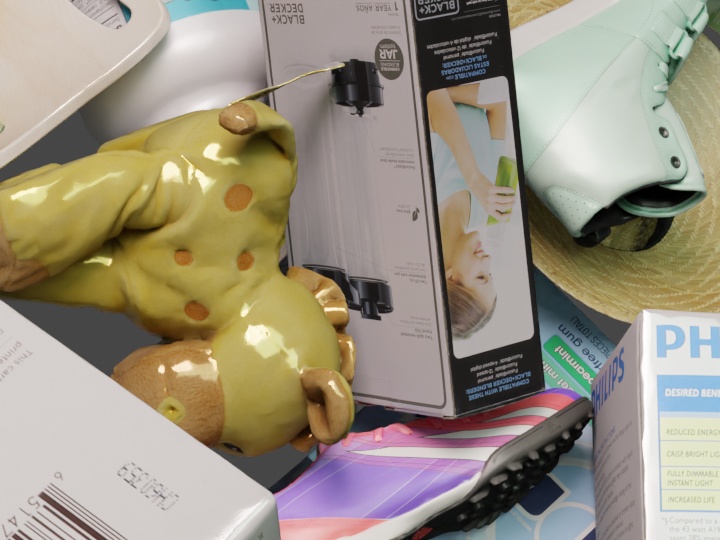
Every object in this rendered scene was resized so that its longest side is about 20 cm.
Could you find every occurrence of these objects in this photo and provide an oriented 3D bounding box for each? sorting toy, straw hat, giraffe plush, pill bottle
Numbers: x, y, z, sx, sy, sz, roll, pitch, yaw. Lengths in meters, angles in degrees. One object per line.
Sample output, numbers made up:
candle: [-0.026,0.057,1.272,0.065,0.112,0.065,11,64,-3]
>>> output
sorting toy: [-0.193,-0.123,1.415,0.180,0.107,0.200,-28,73,-1]
straw hat: [0.118,-0.046,1.522,0.201,0.085,0.201,13,60,-24]
giraffe plush: [-0.074,0.015,1.343,0.200,0.173,0.162,-19,95,9]
pill bottle: [-0.103,-0.133,1.485,0.111,0.111,0.200,-14,69,-24]

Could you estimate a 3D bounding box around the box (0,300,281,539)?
box: [-0.165,0.143,1.269,0.200,0.131,0.199,33,61,24]

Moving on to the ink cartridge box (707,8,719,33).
ink cartridge box: [0.169,-0.190,1.598,0.200,0.048,0.146,32,21,2]

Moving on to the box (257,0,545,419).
box: [0.018,-0.038,1.376,0.060,0.117,0.200,-13,101,-38]

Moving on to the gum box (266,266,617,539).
gum box: [0.074,0.118,1.450,0.170,0.045,0.200,45,59,9]

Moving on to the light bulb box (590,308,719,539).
light bulb box: [0.213,0.132,1.366,0.198,0.125,0.200,2,72,-7]

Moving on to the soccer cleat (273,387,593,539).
soccer cleat: [0.021,0.094,1.384,0.200,0.068,0.073,-29,69,-25]

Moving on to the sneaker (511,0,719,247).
sneaker: [0.147,-0.087,1.458,0.200,0.074,0.118,-32,78,-28]

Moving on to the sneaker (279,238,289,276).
sneaker: [0.000,0.000,1.484,0.080,0.077,0.200,44,62,-15]
